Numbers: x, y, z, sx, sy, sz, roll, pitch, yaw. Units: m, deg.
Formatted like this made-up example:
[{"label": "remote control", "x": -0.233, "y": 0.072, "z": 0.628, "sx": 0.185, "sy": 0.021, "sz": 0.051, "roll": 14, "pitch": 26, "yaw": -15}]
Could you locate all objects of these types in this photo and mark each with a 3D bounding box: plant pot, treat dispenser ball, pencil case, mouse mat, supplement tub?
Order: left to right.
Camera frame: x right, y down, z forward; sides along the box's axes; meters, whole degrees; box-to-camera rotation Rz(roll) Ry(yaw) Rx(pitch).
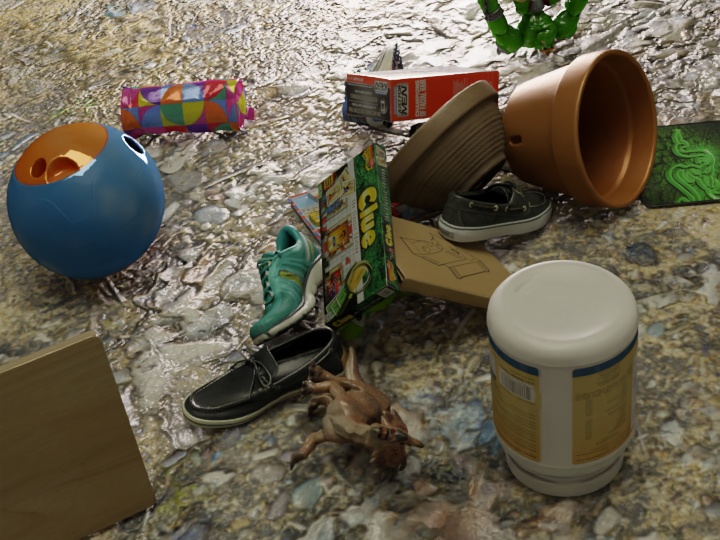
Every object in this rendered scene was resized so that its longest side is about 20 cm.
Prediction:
[{"label": "treat dispenser ball", "x": -0.353, "y": -0.090, "z": 1.567, "sx": 0.199, "sy": 0.202, "sz": 0.202, "roll": -5, "pitch": 36, "yaw": 4}, {"label": "pencil case", "x": -0.267, "y": -0.246, "z": 1.864, "sx": 0.198, "sy": 0.089, "sz": 0.089, "roll": -1, "pitch": 37, "yaw": 6}, {"label": "plant pot", "x": 0.121, "y": -0.141, "z": 1.567, "sx": 0.200, "sy": 0.201, "sz": 0.093, "roll": -37, "pitch": 80, "yaw": -33}, {"label": "supplement tub", "x": 0.199, "y": 0.108, "z": 1.195, "sx": 0.143, "sy": 0.201, "sz": 0.145, "roll": -5, "pitch": 37, "yaw": 4}, {"label": "plant pot", "x": 0.279, "y": -0.184, "z": 1.593, "sx": 0.139, "sy": 0.201, "sz": 0.200, "roll": 4, "pitch": 35, "yaw": 43}, {"label": "mouse mat", "x": 0.446, "y": -0.148, "z": 1.652, "sx": 0.159, "sy": 0.008, "sz": 0.201, "roll": -5, "pitch": 38, "yaw": 4}]

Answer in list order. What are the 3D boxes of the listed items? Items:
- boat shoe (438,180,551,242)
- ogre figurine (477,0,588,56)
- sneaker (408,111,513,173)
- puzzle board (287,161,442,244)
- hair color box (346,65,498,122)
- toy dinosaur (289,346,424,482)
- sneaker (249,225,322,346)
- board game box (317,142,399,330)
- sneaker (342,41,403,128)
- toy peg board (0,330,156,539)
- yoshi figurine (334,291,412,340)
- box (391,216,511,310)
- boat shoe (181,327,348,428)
[{"label": "boat shoe", "x": 0.177, "y": -0.081, "z": 1.531, "sx": 0.199, "sy": 0.057, "sz": 0.068, "roll": -16, "pitch": 35, "yaw": -43}, {"label": "ogre figurine", "x": 0.284, "y": -0.413, "z": 1.942, "sx": 0.199, "sy": 0.121, "sz": 0.098, "roll": -30, "pitch": 46, "yaw": -25}, {"label": "sneaker", "x": 0.162, "y": -0.193, "z": 1.708, "sx": 0.198, "sy": 0.080, "sz": 0.074, "roll": 9, "pitch": 41, "yaw": 24}, {"label": "puzzle board", "x": 0.016, "y": -0.097, "z": 1.660, "sx": 0.198, "sy": 0.018, "sz": 0.151, "roll": -20, "pitch": 38, "yaw": -16}, {"label": "hair color box", "x": 0.091, "y": -0.257, "z": 1.755, "sx": 0.199, "sy": 0.065, "sz": 0.111, "roll": -12, "pitch": 19, "yaw": -34}, {"label": "toy dinosaur", "x": 0.004, "y": 0.155, "z": 1.280, "sx": 0.134, "sy": 0.087, "sz": 0.200, "roll": 8, "pitch": 22, "yaw": 5}, {"label": "sneaker", "x": -0.099, "y": 0.019, "z": 1.462, "sx": 0.077, "sy": 0.080, "sz": 0.201, "roll": -30, "pitch": 22, "yaw": 28}, {"label": "board game box", "x": -0.005, "y": -0.041, "z": 1.392, "sx": 0.104, "sy": 0.023, "sz": 0.201, "roll": -32, "pitch": 47, "yaw": 34}, {"label": "sneaker", "x": 0.016, "y": -0.291, "z": 1.873, "sx": 0.084, "sy": 0.078, "sz": 0.201, "roll": -1, "pitch": 36, "yaw": 16}, {"label": "toy peg board", "x": -0.338, "y": 0.175, "z": 1.232, "sx": 0.199, "sy": 0.201, "sz": 0.098, "roll": -22, "pitch": 23, "yaw": -18}, {"label": "yoshi figurine", "x": 0.013, "y": -0.004, "z": 1.465, "sx": 0.111, "sy": 0.113, "sz": 0.201, "roll": 5, "pitch": 41, "yaw": 7}, {"label": "box", "x": 0.096, "y": -0.010, "z": 1.433, "sx": 0.199, "sy": 0.021, "sz": 0.164, "roll": 13, "pitch": 26, "yaw": -32}, {"label": "boat shoe", "x": -0.108, "y": 0.117, "z": 1.362, "sx": 0.198, "sy": 0.063, "sz": 0.075, "roll": -20, "pitch": 40, "yaw": -12}]
